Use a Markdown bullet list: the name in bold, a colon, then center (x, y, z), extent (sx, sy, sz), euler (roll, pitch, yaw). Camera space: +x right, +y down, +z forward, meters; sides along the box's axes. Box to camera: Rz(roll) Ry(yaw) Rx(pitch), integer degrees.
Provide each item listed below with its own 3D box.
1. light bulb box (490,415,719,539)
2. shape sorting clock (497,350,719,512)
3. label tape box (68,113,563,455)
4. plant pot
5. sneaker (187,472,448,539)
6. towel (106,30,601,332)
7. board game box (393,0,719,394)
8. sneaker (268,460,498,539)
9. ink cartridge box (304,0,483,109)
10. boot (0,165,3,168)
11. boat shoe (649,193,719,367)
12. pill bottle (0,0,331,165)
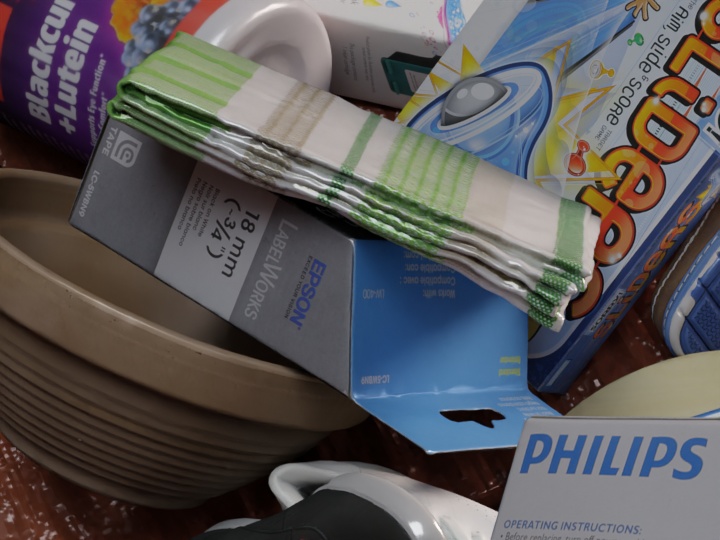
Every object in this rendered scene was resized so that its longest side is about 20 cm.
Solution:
- **light bulb box**: center (0.135, 0.178, 1.012), extent (0.125, 0.198, 0.200), euler (-2, 64, 47)
- **shape sorting clock**: center (0.151, 0.123, 1.181), extent (0.200, 0.039, 0.200), euler (-6, 62, 12)
- **label tape box**: center (0.000, 0.000, 1.184), extent (0.200, 0.144, 0.063), euler (30, 105, 29)
- **plant pot**: center (-0.094, 0.039, 1.211), extent (0.201, 0.201, 0.093), euler (30, 105, 23)
- **sneaker**: center (-0.042, 0.136, 1.109), extent (0.099, 0.200, 0.071), euler (-30, 96, -32)
- **towel**: center (0.001, -0.039, 1.155), extent (0.200, 0.149, 0.031), euler (23, 102, 1)
- **board game box**: center (0.097, -0.064, 1.245), extent (0.135, 0.034, 0.200), euler (42, 105, 23)
- **sneaker**: center (0.048, 0.125, 1.141), extent (0.200, 0.088, 0.075), euler (17, 79, 32)
- **ink cartridge box**: center (0.068, -0.131, 1.344), extent (0.200, 0.067, 0.116), euler (13, 59, 14)
- **boot**: center (-0.287, -0.033, 1.310), extent (0.158, 0.079, 0.211), euler (41, 58, 20)
- **boat shoe**: center (0.192, -0.040, 1.275), extent (0.200, 0.072, 0.072), euler (-46, 42, -15)
- **pill bottle**: center (-0.122, -0.108, 1.319), extent (0.200, 0.111, 0.111), euler (26, 62, 30)
